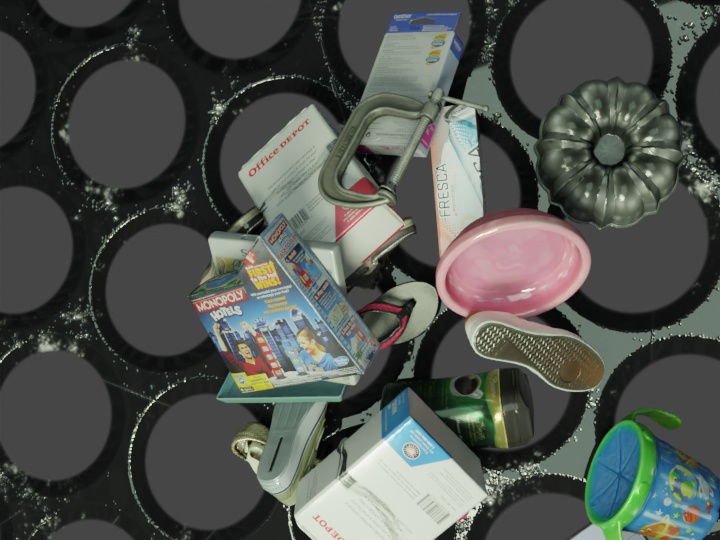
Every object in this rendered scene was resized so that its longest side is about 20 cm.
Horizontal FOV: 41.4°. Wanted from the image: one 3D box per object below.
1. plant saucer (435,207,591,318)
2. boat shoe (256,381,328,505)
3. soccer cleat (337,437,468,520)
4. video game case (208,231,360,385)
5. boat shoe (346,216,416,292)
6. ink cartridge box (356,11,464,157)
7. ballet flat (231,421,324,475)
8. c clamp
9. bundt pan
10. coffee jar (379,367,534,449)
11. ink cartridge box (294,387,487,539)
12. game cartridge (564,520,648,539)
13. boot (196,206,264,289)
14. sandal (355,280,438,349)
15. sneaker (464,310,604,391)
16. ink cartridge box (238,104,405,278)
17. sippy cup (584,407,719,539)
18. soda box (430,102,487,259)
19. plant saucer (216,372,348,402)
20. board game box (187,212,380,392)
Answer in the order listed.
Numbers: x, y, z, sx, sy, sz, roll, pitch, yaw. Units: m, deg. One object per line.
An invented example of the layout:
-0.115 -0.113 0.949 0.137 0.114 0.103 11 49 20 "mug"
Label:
0.191 -0.011 1.211 0.196 0.202 0.052 -14 52 10 "plant saucer"
-0.083 0.217 1.273 0.071 0.063 0.202 -2 45 29 "boat shoe"
0.055 0.273 1.271 0.196 0.087 0.071 18 125 -8 "soccer cleat"
-0.096 0.049 1.215 0.178 0.023 0.204 6 124 24 "video game case"
0.000 0.000 1.297 0.198 0.072 0.065 -34 87 10 "boat shoe"
0.065 -0.250 1.272 0.118 0.042 0.204 8 74 37 "ink cartridge box"
-0.092 0.278 1.294 0.197 0.075 0.069 29 115 11 "ballet flat"
0.041 -0.154 1.184 0.169 0.027 0.202 23 72 29 "c clamp"
0.323 -0.158 1.235 0.197 0.076 0.207 -1 87 12 "bundt pan"
0.127 0.186 1.240 0.195 0.105 0.087 -9 113 11 "coffee jar"
0.035 0.269 1.173 0.199 0.084 0.145 -41 105 14 "ink cartridge box"
0.295 0.411 1.232 0.199 0.038 0.131 -37 76 7 "game cartridge"
-0.136 0.021 1.285 0.150 0.073 0.201 42 133 7 "boot"
0.018 0.077 1.286 0.196 0.045 0.076 -23 96 2 "sandal"
0.226 0.094 1.243 0.197 0.085 0.074 22 102 -15 "sneaker"
-0.055 -0.096 1.266 0.144 0.084 0.201 -40 56 9 "ink cartridge box"
0.366 0.271 1.175 0.128 0.140 0.181 22 95 -8 "sippy cup"
0.133 -0.116 1.277 0.067 0.064 0.205 -5 86 11 "soda box"
-0.100 0.152 1.292 0.196 0.071 0.019 -5 129 27 "plant saucer"
-0.104 0.041 1.160 0.197 0.062 0.203 -12 114 33 "board game box"
